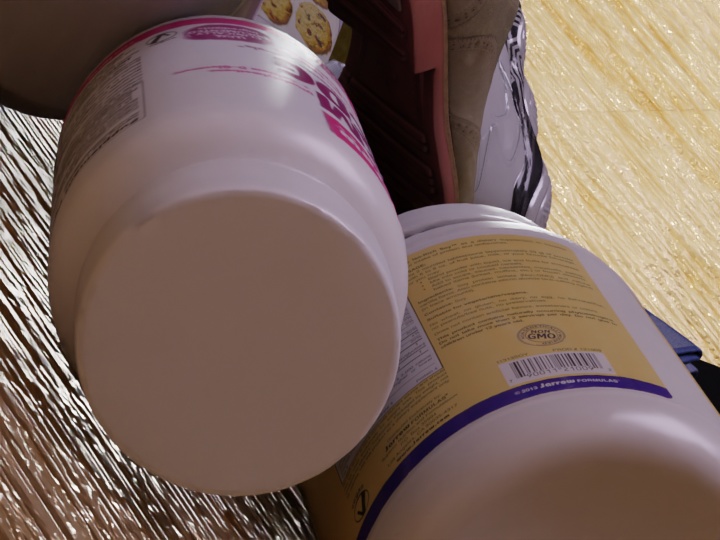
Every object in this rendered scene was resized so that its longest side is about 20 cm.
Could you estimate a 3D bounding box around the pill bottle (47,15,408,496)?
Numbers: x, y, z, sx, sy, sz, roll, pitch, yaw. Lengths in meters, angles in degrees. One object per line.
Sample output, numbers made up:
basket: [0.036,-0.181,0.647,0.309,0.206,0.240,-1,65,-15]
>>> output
pill bottle: [-0.044,-0.009,0.762,0.113,0.113,0.200,47,8,-18]

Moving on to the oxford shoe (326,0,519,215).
oxford shoe: [0.035,-0.080,0.913,0.070,0.075,0.200,43,-22,26]

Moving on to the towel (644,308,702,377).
towel: [0.074,0.018,1.143,0.147,0.024,0.200,38,21,24]

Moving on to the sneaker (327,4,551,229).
sneaker: [0.029,-0.105,1.107,0.115,0.075,0.201,35,37,-53]

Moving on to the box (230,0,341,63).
box: [-0.038,-0.092,0.965,0.041,0.039,0.200,44,27,-15]

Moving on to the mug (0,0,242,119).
mug: [-0.082,-0.138,0.882,0.186,0.153,0.150,-1,49,-40]

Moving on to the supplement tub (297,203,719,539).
supplement tub: [0.052,0.070,0.819,0.145,0.145,0.200,46,8,-25]

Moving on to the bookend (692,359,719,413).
bookend: [0.131,0.072,1.268,0.198,0.092,0.200,19,24,-34]

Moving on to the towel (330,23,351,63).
towel: [-0.048,-0.162,1.206,0.200,0.144,0.023,48,3,-3]
